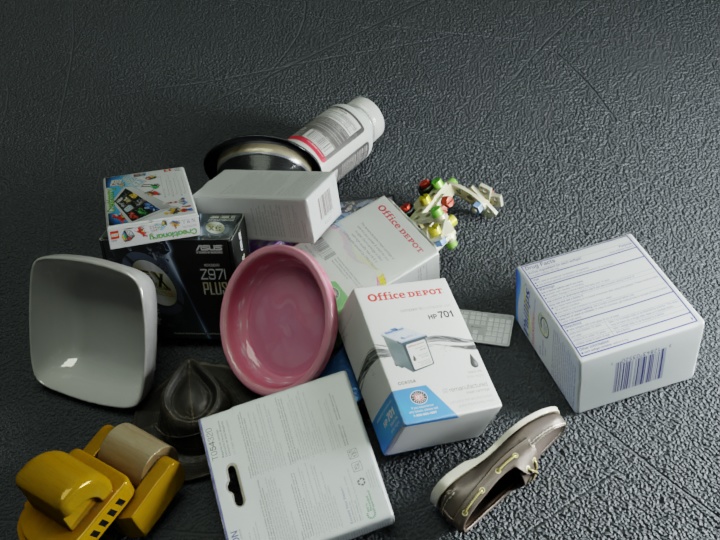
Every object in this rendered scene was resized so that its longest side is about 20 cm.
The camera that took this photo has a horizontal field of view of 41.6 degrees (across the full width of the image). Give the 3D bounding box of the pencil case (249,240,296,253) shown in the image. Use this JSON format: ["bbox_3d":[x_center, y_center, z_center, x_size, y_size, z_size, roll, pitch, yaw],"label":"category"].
[{"bbox_3d":[-0.182,-0.038,1.478,0.198,0.085,0.085,20,75,38],"label":"pencil case"}]

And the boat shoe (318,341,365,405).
[{"bbox_3d":[-0.003,0.141,1.283,0.083,0.069,0.201,23,52,17],"label":"boat shoe"}]

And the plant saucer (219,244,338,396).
[{"bbox_3d":[-0.104,0.068,1.283,0.199,0.204,0.050,28,13,34],"label":"plant saucer"}]

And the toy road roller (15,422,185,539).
[{"bbox_3d":[-0.317,0.256,1.125,0.121,0.147,0.201,20,54,27],"label":"toy road roller"}]

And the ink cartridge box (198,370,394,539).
[{"bbox_3d":[-0.080,0.243,1.153,0.196,0.044,0.199,-17,60,-5],"label":"ink cartridge box"}]

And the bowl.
[{"bbox_3d":[-0.363,0.077,1.328,0.196,0.204,0.074,11,16,22],"label":"bowl"}]

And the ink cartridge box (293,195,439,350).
[{"bbox_3d":[0.000,0.000,1.396,0.198,0.088,0.146,-31,55,-17],"label":"ink cartridge box"}]

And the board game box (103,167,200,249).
[{"bbox_3d":[-0.304,-0.094,1.368,0.124,0.035,0.201,-9,27,-12],"label":"board game box"}]

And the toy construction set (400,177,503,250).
[{"bbox_3d":[0.134,-0.093,1.508,0.130,0.094,0.199,0,26,46],"label":"toy construction set"}]

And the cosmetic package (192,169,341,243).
[{"bbox_3d":[-0.139,-0.097,1.412,0.196,0.072,0.102,5,30,25],"label":"cosmetic package"}]

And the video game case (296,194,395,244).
[{"bbox_3d":[-0.025,-0.047,1.529,0.177,0.026,0.202,-6,41,1],"label":"video game case"}]

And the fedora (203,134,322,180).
[{"bbox_3d":[-0.161,-0.135,1.537,0.196,0.202,0.093,0,60,7],"label":"fedora"}]

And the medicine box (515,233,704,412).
[{"bbox_3d":[0.331,0.067,1.290,0.179,0.104,0.201,-15,41,-9],"label":"medicine box"}]

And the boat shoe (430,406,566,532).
[{"bbox_3d":[0.178,0.239,1.144,0.198,0.073,0.060,-31,52,-19],"label":"boat shoe"}]

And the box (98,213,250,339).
[{"bbox_3d":[-0.261,0.008,1.386,0.196,0.167,0.087,1,29,8],"label":"box"}]

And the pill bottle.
[{"bbox_3d":[-0.047,-0.222,1.666,0.110,0.112,0.200,24,50,31],"label":"pill bottle"}]

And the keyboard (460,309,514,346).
[{"bbox_3d":[0.122,0.077,1.380,0.196,0.011,0.057,6,43,15],"label":"keyboard"}]

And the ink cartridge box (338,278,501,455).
[{"bbox_3d":[0.071,0.119,1.221,0.144,0.086,0.203,-6,57,-25],"label":"ink cartridge box"}]

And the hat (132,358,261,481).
[{"bbox_3d":[-0.224,0.175,1.263,0.196,0.082,0.203,-5,41,4],"label":"hat"}]
